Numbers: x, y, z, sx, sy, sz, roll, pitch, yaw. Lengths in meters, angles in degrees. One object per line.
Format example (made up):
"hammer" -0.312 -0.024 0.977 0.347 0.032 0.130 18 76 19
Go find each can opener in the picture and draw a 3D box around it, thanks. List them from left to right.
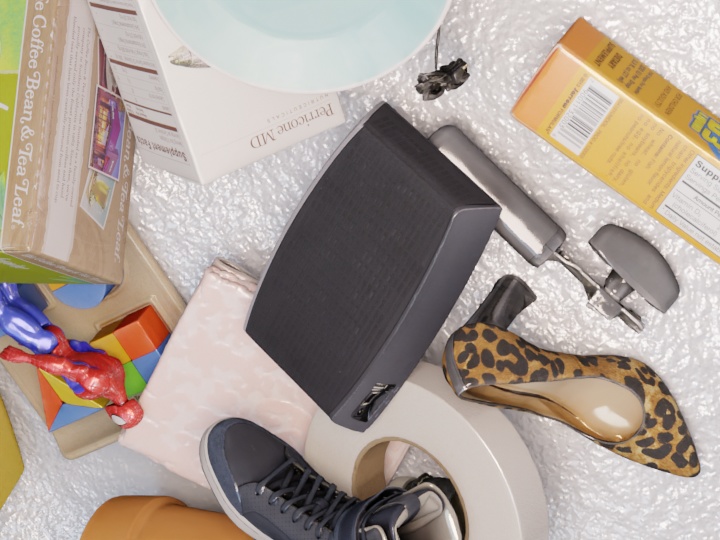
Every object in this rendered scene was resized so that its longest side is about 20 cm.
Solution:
"can opener" 0.132 -0.036 1.399 0.200 0.053 0.067 44 92 -1

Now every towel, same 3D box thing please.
"towel" -0.061 0.104 1.536 0.199 0.032 0.192 26 122 -4

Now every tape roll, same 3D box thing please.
"tape roll" 0.045 0.164 1.455 0.202 0.037 0.204 18 120 35

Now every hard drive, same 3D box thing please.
"hard drive" 0.000 0.000 1.396 0.135 0.042 0.201 44 119 25

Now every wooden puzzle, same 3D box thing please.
"wooden puzzle" -0.223 0.043 1.589 0.185 0.046 0.201 -24 103 32

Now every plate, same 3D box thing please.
"plate" -0.038 -0.198 1.260 0.199 0.026 0.201 2 129 2

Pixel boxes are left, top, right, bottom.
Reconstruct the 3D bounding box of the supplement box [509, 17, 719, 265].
"supplement box" 0.200 -0.076 1.329 0.200 0.067 0.069 38 121 2

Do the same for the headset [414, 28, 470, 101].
"headset" 0.008 -0.203 1.333 0.123 0.094 0.201 -34 90 33

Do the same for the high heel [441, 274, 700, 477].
"high heel" 0.143 0.101 1.396 0.200 0.143 0.071 41 123 0

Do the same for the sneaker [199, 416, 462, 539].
"sneaker" -0.017 0.161 1.420 0.202 0.077 0.146 47 145 3

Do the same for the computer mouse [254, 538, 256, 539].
"computer mouse" -0.030 0.268 1.542 0.052 0.200 0.139 -8 73 34

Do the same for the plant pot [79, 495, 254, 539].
"plant pot" -0.118 0.270 1.571 0.139 0.200 0.201 -6 112 20

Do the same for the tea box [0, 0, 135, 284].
"tea box" -0.270 -0.099 1.436 0.196 0.134 0.201 0 80 22

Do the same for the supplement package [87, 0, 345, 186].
"supplement package" -0.108 -0.176 1.360 0.117 0.116 0.201 22 134 62

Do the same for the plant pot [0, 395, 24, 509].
"plant pot" -0.391 0.154 1.631 0.199 0.200 0.177 -13 125 36

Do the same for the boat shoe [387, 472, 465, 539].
"boat shoe" 0.071 0.249 1.544 0.060 0.076 0.201 -5 113 32

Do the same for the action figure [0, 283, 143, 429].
"action figure" -0.242 0.050 1.536 0.200 0.065 0.052 38 102 4
